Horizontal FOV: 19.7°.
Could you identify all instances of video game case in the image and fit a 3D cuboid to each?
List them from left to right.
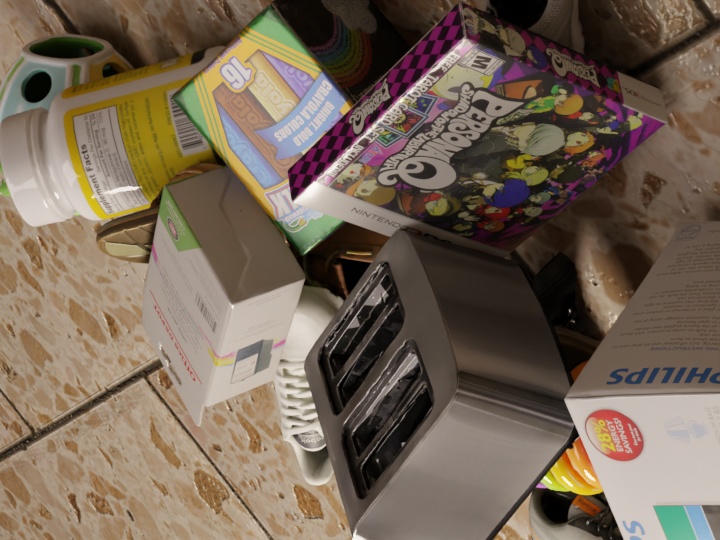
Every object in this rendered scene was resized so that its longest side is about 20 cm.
[{"bbox_3d":[0.078,-0.086,1.423,0.181,0.036,0.200,19,137,-33],"label":"video game case"}]

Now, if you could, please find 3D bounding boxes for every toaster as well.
[{"bbox_3d":[0.059,0.089,1.460,0.200,0.118,0.181,-54,35,30],"label":"toaster"}]

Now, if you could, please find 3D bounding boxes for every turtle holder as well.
[{"bbox_3d":[-0.243,-0.130,1.827,0.185,0.140,0.132,27,126,46],"label":"turtle holder"}]

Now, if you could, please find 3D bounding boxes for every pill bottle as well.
[{"bbox_3d":[-0.189,-0.107,1.715,0.199,0.115,0.115,-14,121,9],"label":"pill bottle"}]

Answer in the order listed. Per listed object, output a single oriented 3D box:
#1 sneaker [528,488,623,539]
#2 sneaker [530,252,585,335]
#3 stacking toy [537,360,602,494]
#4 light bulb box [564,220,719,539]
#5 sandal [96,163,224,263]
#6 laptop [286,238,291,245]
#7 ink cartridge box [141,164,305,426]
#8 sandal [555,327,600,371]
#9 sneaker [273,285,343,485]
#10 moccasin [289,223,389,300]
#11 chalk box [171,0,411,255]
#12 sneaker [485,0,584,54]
[{"bbox_3d":[0.212,0.228,1.711,0.200,0.074,0.080,12,127,45],"label":"sneaker"},{"bbox_3d":[0.160,0.069,1.622,0.104,0.060,0.200,41,152,12],"label":"sneaker"},{"bbox_3d":[0.145,0.122,1.505,0.199,0.110,0.116,-17,130,39],"label":"stacking toy"},{"bbox_3d":[0.257,0.099,1.380,0.124,0.200,0.199,-4,122,38],"label":"light bulb box"},{"bbox_3d":[-0.117,-0.060,1.656,0.080,0.199,0.054,72,173,-64],"label":"sandal"},{"bbox_3d":[-0.004,0.062,1.768,0.177,0.103,0.201,1,124,50],"label":"laptop"},{"bbox_3d":[-0.111,0.023,1.617,0.117,0.067,0.200,59,154,23],"label":"ink cartridge box"},{"bbox_3d":[0.210,0.094,1.560,0.199,0.054,0.081,28,122,-2],"label":"sandal"},{"bbox_3d":[-0.039,0.090,1.686,0.076,0.081,0.201,3,141,18],"label":"sneaker"},{"bbox_3d":[0.001,0.001,1.676,0.201,0.078,0.074,-8,148,46],"label":"moccasin"},{"bbox_3d":[-0.016,-0.105,1.555,0.124,0.125,0.200,-37,93,34],"label":"chalk box"},{"bbox_3d":[0.106,-0.171,1.408,0.075,0.082,0.201,34,145,22],"label":"sneaker"}]
